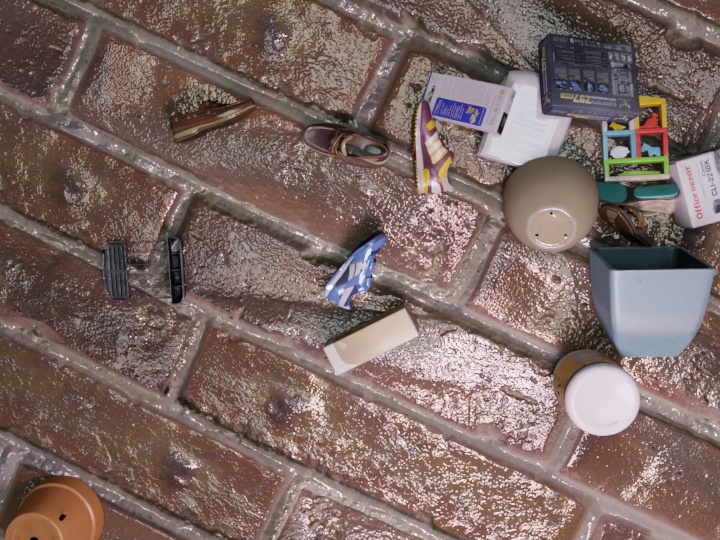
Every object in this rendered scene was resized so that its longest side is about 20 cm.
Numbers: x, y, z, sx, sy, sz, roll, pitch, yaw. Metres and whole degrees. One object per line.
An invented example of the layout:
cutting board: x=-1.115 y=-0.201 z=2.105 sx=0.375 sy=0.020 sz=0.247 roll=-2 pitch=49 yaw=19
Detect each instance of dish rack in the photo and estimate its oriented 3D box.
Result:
dish rack: x=-0.492 y=0.001 z=1.596 sx=0.200 sy=0.055 sz=0.154 roll=-2 pitch=94 yaw=5

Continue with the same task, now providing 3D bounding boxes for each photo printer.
photo printer: x=0.355 y=-0.314 z=1.486 sx=0.166 sy=0.069 sz=0.200 roll=18 pitch=96 yaw=3

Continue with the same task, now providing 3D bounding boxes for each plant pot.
plant pot: x=0.387 y=-0.114 z=1.432 sx=0.200 sy=0.134 sz=0.200 roll=6 pitch=123 yaw=10
plant pot: x=0.584 y=0.067 z=1.449 sx=0.196 sy=0.196 sz=0.200 roll=0 pitch=106 yaw=5
plant pot: x=-0.718 y=0.598 z=1.629 sx=0.200 sy=0.140 sz=0.200 roll=0 pitch=96 yaw=4

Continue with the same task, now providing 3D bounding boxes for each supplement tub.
supplement tub: x=0.480 y=0.245 z=1.461 sx=0.145 sy=0.200 sz=0.146 roll=0 pitch=95 yaw=5

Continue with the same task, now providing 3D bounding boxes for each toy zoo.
toy zoo: x=0.573 y=-0.287 z=1.477 sx=0.131 sy=0.020 sz=0.200 roll=-1 pitch=85 yaw=9

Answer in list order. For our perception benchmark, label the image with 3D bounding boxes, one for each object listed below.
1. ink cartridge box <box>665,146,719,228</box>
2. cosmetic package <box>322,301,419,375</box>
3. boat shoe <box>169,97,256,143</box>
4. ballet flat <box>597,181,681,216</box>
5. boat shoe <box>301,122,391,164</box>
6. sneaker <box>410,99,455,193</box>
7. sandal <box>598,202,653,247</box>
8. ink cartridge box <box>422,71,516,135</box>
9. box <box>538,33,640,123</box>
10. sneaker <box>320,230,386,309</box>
ink cartridge box: x=0.752 y=-0.182 z=1.456 sx=0.200 sy=0.084 sz=0.144 roll=-16 pitch=93 yaw=7
cosmetic package: x=0.026 y=0.147 z=1.541 sx=0.200 sy=0.105 sz=0.071 roll=-27 pitch=92 yaw=5
boat shoe: x=-0.327 y=-0.342 z=1.541 sx=0.200 sy=0.072 sz=0.068 roll=-19 pitch=95 yaw=9
ballet flat: x=0.563 y=-0.143 z=1.481 sx=0.200 sy=0.068 sz=0.067 roll=7 pitch=138 yaw=23
boat shoe: x=-0.032 y=-0.276 z=1.521 sx=0.200 sy=0.072 sz=0.072 roll=18 pitch=96 yaw=3
sneaker: x=0.158 y=-0.266 z=1.512 sx=0.090 sy=0.075 sz=0.200 roll=-3 pitch=101 yaw=-3
sandal: x=0.553 y=-0.101 z=1.442 sx=0.200 sy=0.082 sz=0.055 roll=25 pitch=97 yaw=-41
ink cartridge box: x=0.222 y=-0.354 z=1.485 sx=0.200 sy=0.037 sz=0.095 roll=23 pitch=98 yaw=33
box: x=0.464 y=-0.389 z=1.432 sx=0.200 sy=0.051 sz=0.158 roll=2 pitch=78 yaw=-13
sneaker: x=0.000 y=0.000 z=1.547 sx=0.082 sy=0.074 sz=0.200 roll=40 pitch=105 yaw=-1
